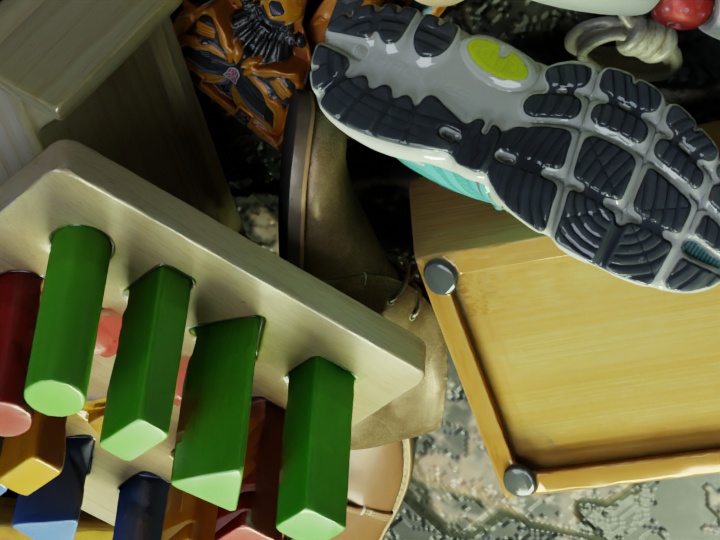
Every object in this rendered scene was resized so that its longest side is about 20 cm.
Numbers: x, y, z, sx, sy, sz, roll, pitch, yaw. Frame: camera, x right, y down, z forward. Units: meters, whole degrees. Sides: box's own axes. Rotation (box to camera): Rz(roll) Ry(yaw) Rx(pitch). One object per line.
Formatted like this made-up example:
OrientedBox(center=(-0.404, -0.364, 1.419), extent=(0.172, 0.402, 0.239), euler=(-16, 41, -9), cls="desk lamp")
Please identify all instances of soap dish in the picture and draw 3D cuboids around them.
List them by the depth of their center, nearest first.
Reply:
OrientedBox(center=(0.128, 0.021, 1.244), extent=(0.199, 0.081, 0.158), euler=(-10, 113, 27), cls="soap dish")

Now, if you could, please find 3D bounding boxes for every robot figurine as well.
OrientedBox(center=(-0.021, -0.137, 1.235), extent=(0.145, 0.058, 0.200), euler=(37, 126, 3), cls="robot figurine")

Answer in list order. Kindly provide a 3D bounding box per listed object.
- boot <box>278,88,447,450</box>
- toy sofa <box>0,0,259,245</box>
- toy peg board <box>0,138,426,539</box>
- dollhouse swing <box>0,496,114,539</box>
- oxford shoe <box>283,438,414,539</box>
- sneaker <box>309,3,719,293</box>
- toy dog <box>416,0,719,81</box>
OrientedBox(center=(0.000, 0.000, 1.259), extent=(0.075, 0.074, 0.201), euler=(-2, 131, 5), cls="boot")
OrientedBox(center=(-0.118, -0.056, 1.266), extent=(0.097, 0.083, 0.200), euler=(30, 154, 32), cls="toy sofa")
OrientedBox(center=(-0.110, 0.069, 1.209), extent=(0.200, 0.098, 0.199), euler=(30, 135, -28), cls="toy peg board")
OrientedBox(center=(-0.183, 0.187, 1.402), extent=(0.199, 0.176, 0.183), euler=(4, 102, 28), cls="dollhouse swing")
OrientedBox(center=(-0.020, 0.119, 1.376), extent=(0.071, 0.071, 0.201), euler=(17, 122, 17), cls="oxford shoe")
OrientedBox(center=(0.073, -0.053, 1.172), extent=(0.199, 0.080, 0.078), euler=(29, 84, 17), cls="sneaker")
OrientedBox(center=(0.101, -0.150, 1.139), extent=(0.131, 0.199, 0.097), euler=(-5, 76, 43), cls="toy dog")
